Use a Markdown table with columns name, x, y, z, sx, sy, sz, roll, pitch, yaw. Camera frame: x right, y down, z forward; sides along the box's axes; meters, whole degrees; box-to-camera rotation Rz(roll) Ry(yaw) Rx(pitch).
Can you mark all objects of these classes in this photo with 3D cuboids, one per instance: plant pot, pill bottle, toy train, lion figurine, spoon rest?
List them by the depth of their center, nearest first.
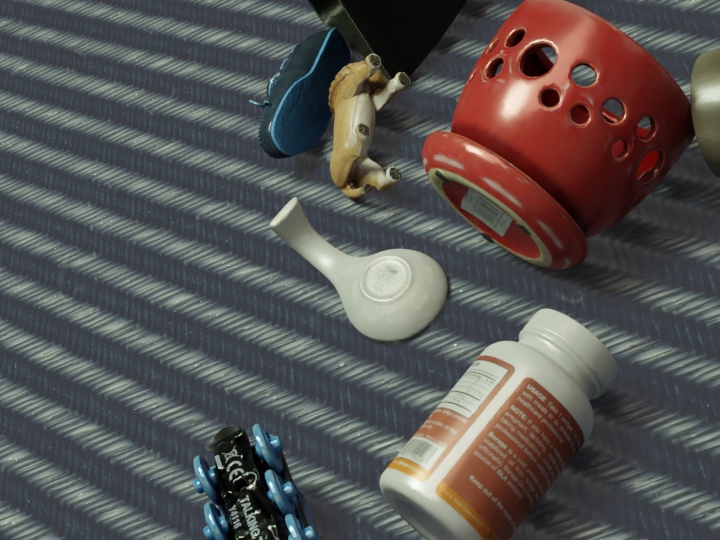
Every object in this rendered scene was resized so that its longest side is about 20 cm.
| name | x | y | z | sx | sy | sz | roll | pitch | yaw |
| --- | --- | --- | --- | --- | --- | --- | --- | --- | --- |
| pill bottle | 0.117 | 0.132 | 1.304 | 0.112 | 0.112 | 0.200 | 26 | 67 | 44 |
| toy train | -0.077 | 0.219 | 1.342 | 0.086 | 0.114 | 0.200 | -28 | 42 | 1 |
| plant pot | 0.172 | -0.112 | 1.440 | 0.200 | 0.200 | 0.183 | 27 | 77 | 44 |
| spoon rest | 0.000 | 0.000 | 1.552 | 0.200 | 0.061 | 0.099 | 34 | 75 | 32 |
| lion figurine | -0.003 | -0.142 | 1.662 | 0.122 | 0.072 | 0.201 | -36 | 34 | 54 |
| plant pot | 0.019 | -0.356 | 1.743 | 0.177 | 0.200 | 0.200 | -40 | 42 | -2 |

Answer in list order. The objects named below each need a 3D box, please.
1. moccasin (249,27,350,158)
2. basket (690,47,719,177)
| name | x | y | z | sx | sy | sz | roll | pitch | yaw |
| --- | --- | --- | --- | --- | --- | --- | --- | --- | --- |
| moccasin | -0.069 | -0.185 | 1.755 | 0.068 | 0.081 | 0.200 | -9 | 33 | 32 |
| basket | 0.396 | -0.150 | 1.378 | 0.199 | 0.136 | 0.181 | -7 | 66 | 33 |
